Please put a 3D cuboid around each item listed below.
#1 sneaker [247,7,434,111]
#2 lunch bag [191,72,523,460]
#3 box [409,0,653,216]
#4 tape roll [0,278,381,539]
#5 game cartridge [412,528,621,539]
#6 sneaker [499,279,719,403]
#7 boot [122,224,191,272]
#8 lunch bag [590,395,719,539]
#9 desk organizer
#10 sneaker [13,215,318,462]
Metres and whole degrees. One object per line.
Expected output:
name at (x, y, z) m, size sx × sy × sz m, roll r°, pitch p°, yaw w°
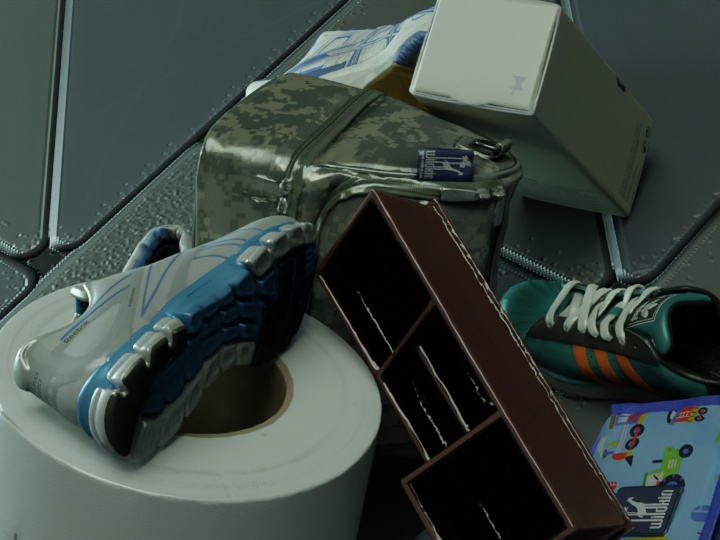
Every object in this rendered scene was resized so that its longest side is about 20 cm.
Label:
sneaker at (0.012, -0.143, 1.325) m, size 0.199 × 0.075 × 0.088 m, roll -29°, pitch 47°, yaw -11°
lunch bag at (0.000, 0.000, 1.118) m, size 0.167 × 0.201 × 0.139 m, roll 15°, pitch 27°, yaw 16°
box at (0.107, -0.097, 1.175) m, size 0.082 × 0.200 × 0.069 m, roll 13°, pitch 80°, yaw 25°
tape roll at (-0.097, 0.111, 1.013) m, size 0.201 × 0.140 × 0.203 m, roll 9°, pitch 29°, yaw -5°
game cartridge at (0.086, 0.191, 0.997) m, size 0.133 × 0.041 × 0.200 m, roll -47°, pitch 41°, yaw 20°
sneaker at (0.163, 0.035, 1.123) m, size 0.199 × 0.080 × 0.071 m, roll 19°, pitch 56°, yaw 30°
boot at (-0.132, 0.068, 1.171) m, size 0.073 × 0.096 × 0.201 m, roll -2°, pitch 48°, yaw 15°
lunch bag at (0.189, 0.142, 1.029) m, size 0.199 × 0.094 × 0.151 m, roll -2°, pitch 51°, yaw 33°
desk organizer at (0.045, 0.061, 0.970) m, size 0.072 × 0.077 × 0.201 m, roll -37°, pitch 70°, yaw 18°
sneaker at (-0.094, 0.017, 0.968) m, size 0.086 × 0.075 × 0.200 m, roll 19°, pitch 29°, yaw 25°
